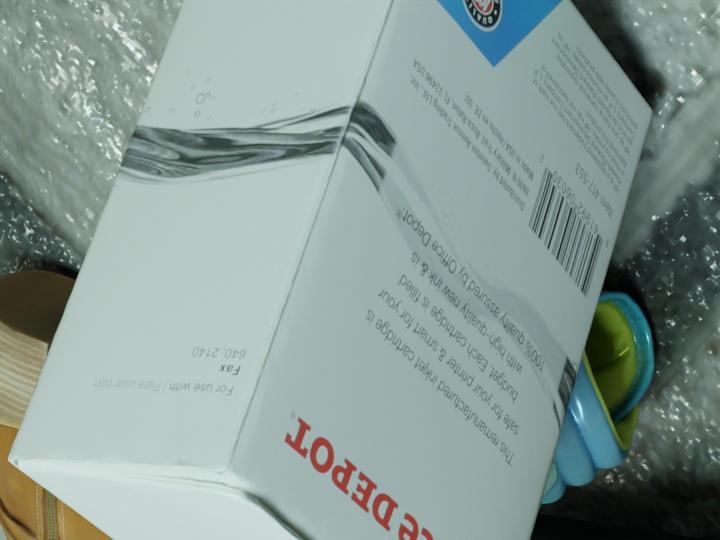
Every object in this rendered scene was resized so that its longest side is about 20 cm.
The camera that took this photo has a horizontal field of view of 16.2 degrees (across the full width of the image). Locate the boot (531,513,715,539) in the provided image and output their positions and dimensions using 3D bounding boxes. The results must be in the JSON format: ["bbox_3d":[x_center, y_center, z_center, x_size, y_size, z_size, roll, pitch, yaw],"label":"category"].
[{"bbox_3d":[0.117,0.098,0.864,0.199,0.066,0.166,4,119,44],"label":"boot"}]

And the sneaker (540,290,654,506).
[{"bbox_3d":[0.030,0.036,0.887,0.080,0.130,0.200,61,175,-30],"label":"sneaker"}]

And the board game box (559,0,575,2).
[{"bbox_3d":[0.076,-0.178,0.713,0.199,0.041,0.201,-2,117,42],"label":"board game box"}]

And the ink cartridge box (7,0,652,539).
[{"bbox_3d":[0.000,0.000,0.738,0.085,0.201,0.146,3,152,36],"label":"ink cartridge box"}]

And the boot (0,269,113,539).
[{"bbox_3d":[-0.083,0.104,1.023,0.199,0.077,0.156,24,131,29],"label":"boot"}]
